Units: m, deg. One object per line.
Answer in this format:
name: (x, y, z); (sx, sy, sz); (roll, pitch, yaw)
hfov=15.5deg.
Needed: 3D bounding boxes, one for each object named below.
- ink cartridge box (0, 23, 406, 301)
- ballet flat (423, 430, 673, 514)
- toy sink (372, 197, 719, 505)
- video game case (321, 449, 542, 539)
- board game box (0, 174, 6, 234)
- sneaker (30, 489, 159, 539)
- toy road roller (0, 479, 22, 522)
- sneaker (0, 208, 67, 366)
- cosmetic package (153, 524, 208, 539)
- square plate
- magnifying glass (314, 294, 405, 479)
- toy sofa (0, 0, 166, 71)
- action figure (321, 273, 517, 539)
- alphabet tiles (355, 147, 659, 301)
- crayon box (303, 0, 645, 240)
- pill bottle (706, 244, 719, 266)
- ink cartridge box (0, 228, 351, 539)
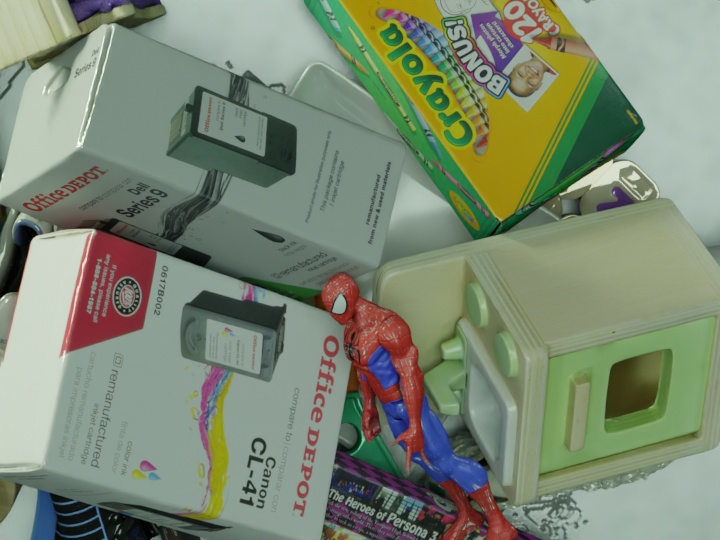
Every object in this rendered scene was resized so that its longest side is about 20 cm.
ink cartridge box: (-0.097, -0.057, 1.570); (0.199, 0.146, 0.085); (21, 69, -22)
ballet flat: (0.139, 0.118, 1.709); (0.199, 0.072, 0.072); (-19, 95, -3)
toy sink: (0.118, 0.056, 1.623); (0.199, 0.112, 0.131); (-12, 132, -16)
video game case: (0.020, 0.227, 1.681); (0.199, 0.036, 0.182); (24, 104, -22)
board game box: (-0.286, -0.111, 1.648); (0.104, 0.103, 0.201); (-7, 94, -2)
sneaker: (-0.162, 0.140, 1.652); (0.078, 0.070, 0.201); (21, 127, 22)
toy road roller: (-0.313, 0.144, 1.659); (0.199, 0.123, 0.147); (12, 106, 0)
sneaker: (-0.177, -0.034, 1.644); (0.074, 0.087, 0.201); (12, 66, 19)
cosmetic package: (-0.107, 0.111, 1.687); (0.082, 0.051, 0.201); (-20, 98, 10)
square plate: (0.000, 0.000, 1.699); (0.198, 0.028, 0.201); (33, 98, -2)
magnifying glass: (-0.010, 0.098, 1.683); (0.079, 0.022, 0.201); (-6, 94, -14)
toy sofa: (-0.185, -0.174, 1.602); (0.097, 0.200, 0.083); (-23, 94, 5)
action figure: (0.027, 0.086, 1.583); (0.052, 0.065, 0.201); (-33, 112, -18)
alphabet tiles: (0.088, -0.020, 1.716); (0.200, 0.015, 0.196); (42, 96, -5)
crayon box: (0.070, -0.131, 1.657); (0.119, 0.058, 0.200); (-34, 82, -17)
pill bottle: (0.311, 0.020, 1.688); (0.199, 0.114, 0.115); (-9, 94, -3)
ink cartridge box: (-0.112, 0.074, 1.583); (0.199, 0.085, 0.149); (19, 74, -32)
